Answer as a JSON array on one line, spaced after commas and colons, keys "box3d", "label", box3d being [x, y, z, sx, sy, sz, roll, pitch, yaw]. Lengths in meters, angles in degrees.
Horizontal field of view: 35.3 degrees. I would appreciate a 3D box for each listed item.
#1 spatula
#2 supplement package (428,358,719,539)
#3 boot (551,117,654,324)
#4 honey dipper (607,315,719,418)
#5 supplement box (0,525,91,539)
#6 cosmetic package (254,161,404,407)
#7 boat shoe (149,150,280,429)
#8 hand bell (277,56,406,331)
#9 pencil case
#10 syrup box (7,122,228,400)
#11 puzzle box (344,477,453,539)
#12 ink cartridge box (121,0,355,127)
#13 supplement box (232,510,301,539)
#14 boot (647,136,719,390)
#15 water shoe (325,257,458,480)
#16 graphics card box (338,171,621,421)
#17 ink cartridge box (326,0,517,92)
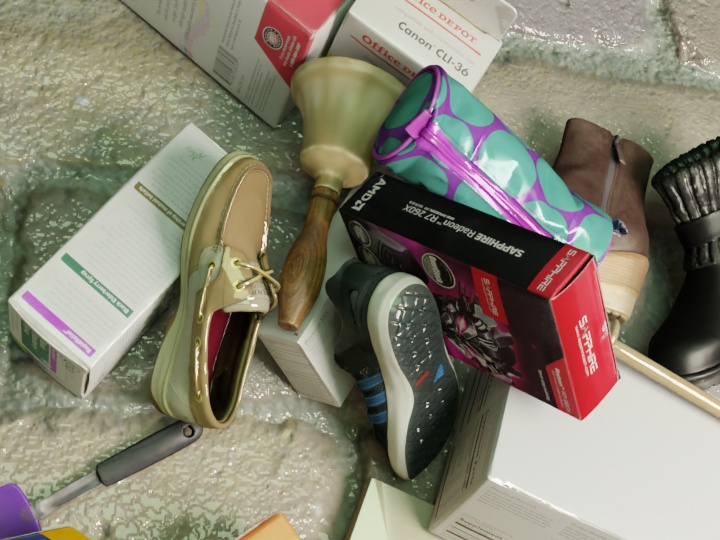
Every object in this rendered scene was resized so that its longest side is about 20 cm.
[{"box3d": [-0.201, 0.155, 0.813, 0.198, 0.020, 0.057, -27, 91, -27], "label": "spatula"}, {"box3d": [0.177, 0.153, 0.866, 0.198, 0.111, 0.157, 26, 52, -6], "label": "supplement package"}, {"box3d": [0.166, -0.057, 0.983, 0.197, 0.072, 0.169, 20, 66, -19], "label": "boot"}, {"box3d": [0.230, 0.079, 0.844, 0.198, 0.038, 0.038, 29, 63, -5], "label": "honey dipper"}, {"box3d": [-0.151, 0.261, 0.697, 0.198, 0.110, 0.110, 30, 88, 12], "label": "supplement box"}, {"box3d": [0.000, 0.000, 0.901, 0.050, 0.083, 0.201, 12, 56, 36], "label": "cosmetic package"}, {"box3d": [-0.092, 0.017, 0.821, 0.074, 0.066, 0.203, 4, 102, -54], "label": "boat shoe"}, {"box3d": [-0.030, -0.049, 0.856, 0.103, 0.104, 0.203, 20, 64, -8], "label": "hand bell"}, {"box3d": [0.103, -0.061, 0.848, 0.199, 0.093, 0.085, 37, 105, -19], "label": "pencil case"}, {"box3d": [-0.170, -0.008, 0.856, 0.081, 0.079, 0.200, 40, 63, 2], "label": "syrup box"}, {"box3d": [0.071, 0.260, 0.853, 0.198, 0.025, 0.135, 26, 63, -6], "label": "puzzle box"}, {"box3d": [-0.108, -0.237, 0.929, 0.199, 0.148, 0.086, 41, 63, 1], "label": "ink cartridge box"}, {"box3d": [-0.029, 0.269, 0.769, 0.068, 0.067, 0.201, -32, 78, -18], "label": "supplement box"}, {"box3d": [0.290, -0.010, 0.968, 0.211, 0.079, 0.160, -39, 113, -35], "label": "boot"}, {"box3d": [0.023, 0.070, 0.846, 0.078, 0.202, 0.071, 29, 52, 35], "label": "water shoe"}, {"box3d": [0.082, 0.015, 0.800, 0.199, 0.126, 0.051, 27, 61, 40], "label": "graphics card box"}, {"box3d": [0.035, -0.166, 0.914, 0.116, 0.200, 0.068, 34, 63, -1], "label": "ink cartridge box"}]
